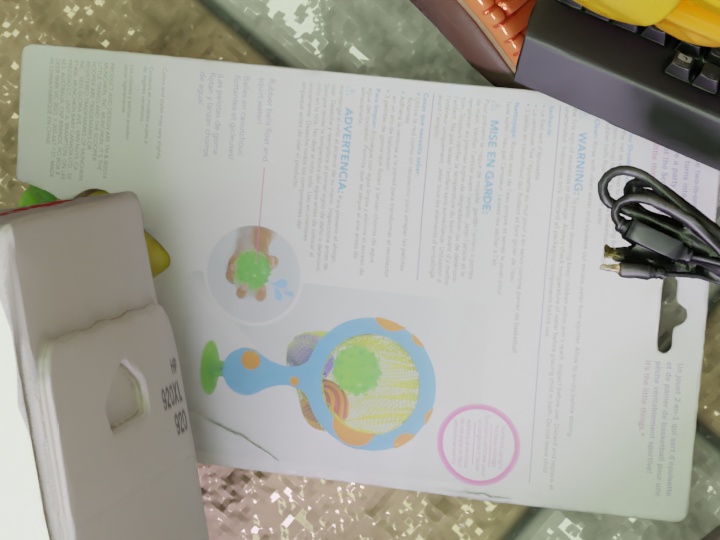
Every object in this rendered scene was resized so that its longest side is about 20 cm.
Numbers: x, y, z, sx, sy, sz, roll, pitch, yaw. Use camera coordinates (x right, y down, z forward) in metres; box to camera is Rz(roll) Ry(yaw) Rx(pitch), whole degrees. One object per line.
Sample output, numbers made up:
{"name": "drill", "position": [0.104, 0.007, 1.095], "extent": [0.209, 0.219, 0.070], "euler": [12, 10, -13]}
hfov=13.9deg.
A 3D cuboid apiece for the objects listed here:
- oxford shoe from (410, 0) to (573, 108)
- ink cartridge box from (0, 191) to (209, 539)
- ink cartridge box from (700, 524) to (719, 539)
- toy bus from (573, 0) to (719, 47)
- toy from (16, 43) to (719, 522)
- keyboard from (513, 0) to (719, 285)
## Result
{"name": "oxford shoe", "position": [-0.002, -0.124, 0.831], "extent": [0.073, 0.071, 0.200], "euler": [-31, 97, 45]}
{"name": "ink cartridge box", "position": [-0.151, 0.069, 0.747], "extent": [0.200, 0.147, 0.145], "euler": [-10, 94, 9]}
{"name": "ink cartridge box", "position": [0.087, 0.162, 0.799], "extent": [0.200, 0.125, 0.129], "euler": [-41, 86, 13]}
{"name": "toy bus", "position": [0.152, -0.127, 0.757], "extent": [0.192, 0.136, 0.200], "euler": [29, 97, -20]}
{"name": "toy", "position": [0.000, 0.000, 0.841], "extent": [0.200, 0.047, 0.115], "euler": [6, 99, 9]}
{"name": "keyboard", "position": [0.135, -0.026, 0.779], "extent": [0.200, 0.127, 0.021], "euler": [23, 142, 6]}
